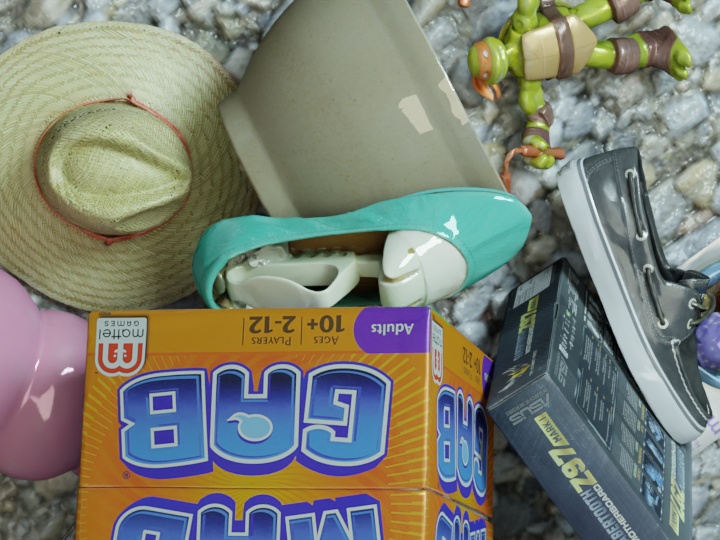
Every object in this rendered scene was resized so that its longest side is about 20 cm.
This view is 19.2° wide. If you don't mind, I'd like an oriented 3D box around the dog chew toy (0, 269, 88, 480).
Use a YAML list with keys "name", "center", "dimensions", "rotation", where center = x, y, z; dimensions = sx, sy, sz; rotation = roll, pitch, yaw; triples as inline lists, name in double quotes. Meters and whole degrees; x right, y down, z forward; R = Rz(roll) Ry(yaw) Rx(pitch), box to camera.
- name: "dog chew toy"
  center: [-0.208, 0.073, 1.312]
  dimensions: [0.199, 0.124, 0.125]
  rotation: [25, 91, -22]

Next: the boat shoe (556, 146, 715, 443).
- name: "boat shoe"
  center: [0.195, 0.013, 1.383]
  dimensions: [0.066, 0.070, 0.201]
  rotation: [-22, 91, 18]

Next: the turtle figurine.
- name: "turtle figurine"
  center: [0.134, -0.140, 1.386]
  dimensions: [0.161, 0.064, 0.201]
  rotation: [-13, 112, -15]

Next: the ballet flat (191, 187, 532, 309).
- name: "ballet flat"
  center: [0.000, 0.000, 1.214]
  dimensions: [0.199, 0.071, 0.068]
  rotation: [-6, 128, 10]

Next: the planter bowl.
- name: "planter bowl"
  center: [-0.004, -0.081, 1.303]
  dimensions: [0.134, 0.200, 0.201]
  rotation: [-28, 101, 2]

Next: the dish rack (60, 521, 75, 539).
- name: "dish rack"
  center: [-0.142, 0.220, 1.371]
  dimensions: [0.153, 0.055, 0.200]
  rotation: [39, 87, -14]

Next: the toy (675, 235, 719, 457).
- name: "toy"
  center: [0.272, 0.028, 1.427]
  dimensions: [0.200, 0.047, 0.115]
  rotation: [-37, 98, 1]

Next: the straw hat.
- name: "straw hat"
  center: [-0.152, -0.061, 1.321]
  dimensions: [0.200, 0.085, 0.202]
  rotation: [-1, 96, -12]

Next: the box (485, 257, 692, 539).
- name: "box"
  center: [0.149, 0.097, 1.346]
  dimensions: [0.051, 0.200, 0.158]
  rotation: [-33, 103, 19]

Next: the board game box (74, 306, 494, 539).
- name: "board game box"
  center: [-0.037, 0.136, 1.241]
  dimensions: [0.199, 0.200, 0.201]
  rotation: [-1, 79, 14]
